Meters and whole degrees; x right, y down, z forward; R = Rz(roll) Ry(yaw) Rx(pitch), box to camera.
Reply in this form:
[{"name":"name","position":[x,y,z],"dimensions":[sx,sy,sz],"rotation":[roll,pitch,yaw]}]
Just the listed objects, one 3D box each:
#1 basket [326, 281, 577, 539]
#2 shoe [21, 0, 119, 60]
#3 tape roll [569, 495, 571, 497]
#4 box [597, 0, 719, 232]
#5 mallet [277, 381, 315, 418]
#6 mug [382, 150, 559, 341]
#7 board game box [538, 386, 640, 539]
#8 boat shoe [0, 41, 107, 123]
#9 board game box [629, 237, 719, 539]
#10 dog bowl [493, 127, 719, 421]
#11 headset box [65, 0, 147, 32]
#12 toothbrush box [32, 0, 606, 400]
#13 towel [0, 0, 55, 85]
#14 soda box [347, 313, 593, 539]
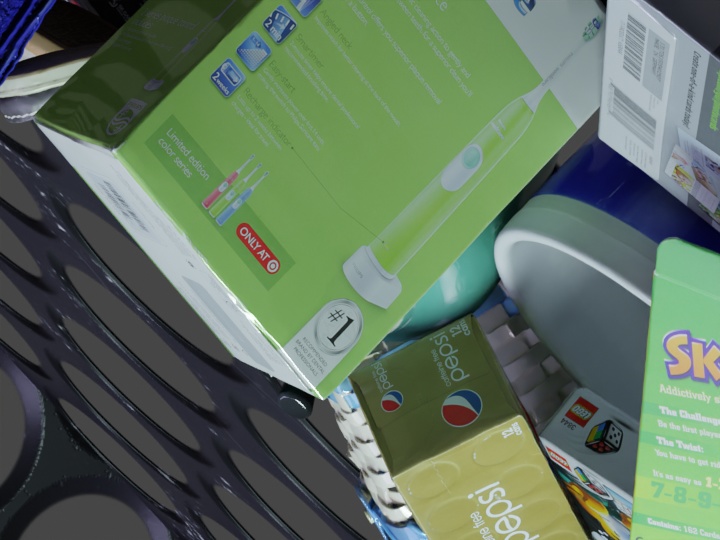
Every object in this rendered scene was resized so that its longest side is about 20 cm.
[{"name":"basket","position":[0.079,0.087,1.564],"dimensions":[0.201,0.176,0.139],"rotation":[61,178,-13]},{"name":"shoe","position":[-0.109,-0.071,1.539],"dimensions":[0.200,0.053,0.070],"rotation":[35,-160,-5]},{"name":"tape roll","position":[0.116,0.254,1.896],"dimensions":[0.139,0.203,0.203],"rotation":[36,165,33]},{"name":"box","position":[0.178,-0.032,1.144],"dimensions":[0.200,0.041,0.156],"rotation":[41,167,16]},{"name":"mallet","position":[0.000,0.000,1.511],"dimensions":[0.041,0.201,0.066],"rotation":[-21,132,38]},{"name":"mug","position":[0.002,-0.031,1.395],"dimensions":[0.151,0.115,0.185],"rotation":[20,147,12]},{"name":"board game box","position":[0.176,0.139,1.352],"dimensions":[0.200,0.035,0.126],"rotation":[33,165,33]},{"name":"boat shoe","position":[-0.085,-0.084,1.468],"dimensions":[0.072,0.199,0.065],"rotation":[4,101,52]},{"name":"board game box","position":[0.158,0.074,1.207],"dimensions":[0.095,0.030,0.201],"rotation":[22,137,23]},{"name":"dog bowl","position":[0.156,0.026,1.313],"dimensions":[0.200,0.079,0.200],"rotation":[41,167,12]},{"name":"headset box","position":[-0.136,-0.155,1.648],"dimensions":[0.200,0.077,0.149],"rotation":[31,162,49]},{"name":"toothbrush box","position":[-0.007,-0.073,1.221],"dimensions":[0.146,0.200,0.086],"rotation":[50,167,-28]},{"name":"towel","position":[-0.163,-0.156,1.444],"dimensions":[0.049,0.200,0.148],"rotation":[38,170,-17]},{"name":"soda box","position":[0.061,0.107,1.424],"dimensions":[0.064,0.067,0.200],"rotation":[66,-176,38]}]
